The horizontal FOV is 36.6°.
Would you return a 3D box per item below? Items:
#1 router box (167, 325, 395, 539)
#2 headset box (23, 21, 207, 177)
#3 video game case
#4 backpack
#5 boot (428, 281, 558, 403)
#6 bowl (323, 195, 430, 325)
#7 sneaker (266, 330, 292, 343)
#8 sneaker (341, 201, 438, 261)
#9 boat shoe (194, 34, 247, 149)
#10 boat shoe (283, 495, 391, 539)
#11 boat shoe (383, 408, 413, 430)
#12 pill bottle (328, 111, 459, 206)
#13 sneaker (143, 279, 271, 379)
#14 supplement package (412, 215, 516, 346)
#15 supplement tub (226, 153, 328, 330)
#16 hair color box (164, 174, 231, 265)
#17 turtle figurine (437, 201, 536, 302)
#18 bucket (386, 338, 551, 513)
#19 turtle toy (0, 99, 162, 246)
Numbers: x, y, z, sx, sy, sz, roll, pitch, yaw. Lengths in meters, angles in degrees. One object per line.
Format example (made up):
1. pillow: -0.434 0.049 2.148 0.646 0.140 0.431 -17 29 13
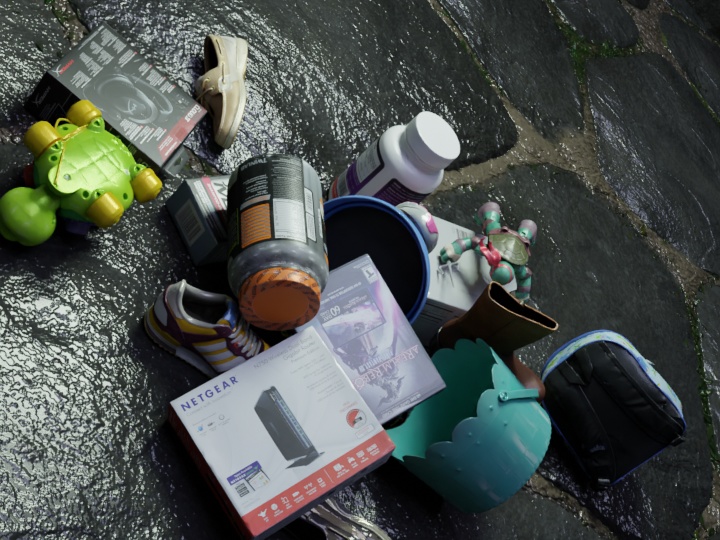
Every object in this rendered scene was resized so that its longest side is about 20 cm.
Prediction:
1. router box: -0.091 0.186 1.245 0.199 0.049 0.180 -28 71 -26
2. headset box: -0.304 -0.202 1.404 0.200 0.077 0.149 41 40 -13
3. video game case: 0.001 0.093 1.365 0.142 0.019 0.201 -26 78 -25
4. backpack: 0.373 0.195 1.660 0.201 0.183 0.147 52 16 -3
5. boot: 0.210 0.101 1.464 0.188 0.200 0.069 37 56 -4
6. bowl: 0.000 0.000 1.445 0.201 0.200 0.039 54 21 5
7. sneaker: -0.072 0.071 1.413 0.201 0.074 0.082 55 37 4
8. sneaker: 0.022 -0.032 1.495 0.088 0.199 0.082 -35 102 -44
9. boat shoe: -0.204 -0.259 1.557 0.069 0.074 0.201 14 49 -21
10. boat shoe: -0.034 0.316 1.267 0.200 0.075 0.073 40 49 1
11. boat shoe: 0.030 0.169 1.401 0.072 0.073 0.200 28 50 32
12. pill bottle: 0.051 -0.141 1.596 0.111 0.200 0.112 25 45 -28
13. sneaker: -0.157 0.083 1.306 0.199 0.090 0.075 28 44 -24
14. supplement package: 0.125 0.024 1.608 0.199 0.111 0.157 19 49 -34
15. supplement tub: -0.102 -0.035 1.324 0.122 0.122 0.201 22 43 -30
16. hair color box: -0.152 -0.075 1.461 0.199 0.061 0.100 -12 69 -48
17. turtle figurine: 0.199 -0.017 1.553 0.150 0.101 0.200 41 35 -12
18. bucket: 0.140 0.203 1.415 0.135 0.207 0.208 44 39 -19
19. turtle toy: -0.338 -0.099 1.269 0.146 0.101 0.200 49 39 -3
